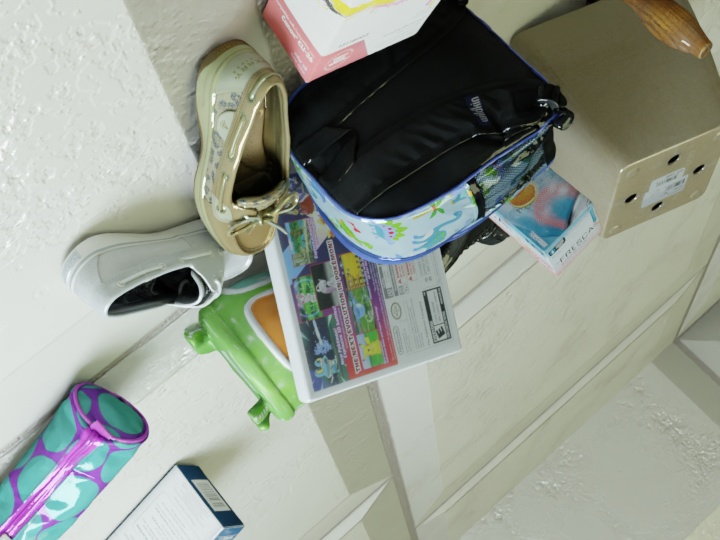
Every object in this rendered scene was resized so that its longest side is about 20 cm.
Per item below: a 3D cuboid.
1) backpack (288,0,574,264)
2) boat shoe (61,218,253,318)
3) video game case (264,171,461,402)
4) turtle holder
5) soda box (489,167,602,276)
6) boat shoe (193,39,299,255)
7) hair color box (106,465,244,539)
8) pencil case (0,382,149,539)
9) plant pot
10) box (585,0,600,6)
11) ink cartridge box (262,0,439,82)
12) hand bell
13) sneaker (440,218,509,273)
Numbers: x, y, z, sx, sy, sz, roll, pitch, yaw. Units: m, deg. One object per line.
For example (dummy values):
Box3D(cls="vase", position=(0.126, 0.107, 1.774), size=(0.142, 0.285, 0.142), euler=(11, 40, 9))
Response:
Box3D(cls="backpack", position=(0.047, -0.106, 0.861), size=(0.199, 0.184, 0.147), euler=(-34, 154, -9))
Box3D(cls="boat shoe", position=(-0.152, 0.002, 0.854), size=(0.199, 0.069, 0.072), euler=(-3, 133, -57))
Box3D(cls="video game case", position=(0.000, 0.000, 0.945), size=(0.181, 0.203, 0.023), euler=(-14, -177, -33))
Box3D(cls="turtle holder", position=(-0.081, 0.074, 0.997), size=(0.131, 0.141, 0.186), euler=(-41, 155, -10))
Box3D(cls="soda box", position=(0.130, -0.087, 0.952), size=(0.064, 0.200, 0.068), euler=(-46, 151, 0))
Box3D(cls="boat shoe", position=(-0.088, -0.080, 0.802), size=(0.073, 0.063, 0.201), euler=(-35, 146, -27))
Box3D(cls="hair color box", position=(-0.243, 0.338, 1.213), size=(0.200, 0.100, 0.060), euler=(-47, 157, 6))
Box3D(cls="pencil case", position=(-0.284, 0.199, 0.939), size=(0.200, 0.085, 0.092), euler=(-50, -176, 10))
Box3D(cls="plant pot", position=(0.283, -0.159, 1.100), size=(0.198, 0.178, 0.201), euler=(-22, 150, -10))
Box3D(cls="box", position=(0.308, -0.273, 1.191), size=(0.142, 0.036, 0.201), euler=(-35, 153, -19))
Box3D(cls="ink cartridge box", position=(0.020, -0.222, 0.694), size=(0.116, 0.068, 0.200), euler=(-30, 173, -28))
Box3D(cls="hand bell", position=(0.229, -0.252, 0.893), size=(0.104, 0.200, 0.105), euler=(-35, 154, -20))
Box3D(cls="sneaker", position=(0.124, -0.052, 1.076), size=(0.104, 0.060, 0.202), euler=(44, 59, -37))
